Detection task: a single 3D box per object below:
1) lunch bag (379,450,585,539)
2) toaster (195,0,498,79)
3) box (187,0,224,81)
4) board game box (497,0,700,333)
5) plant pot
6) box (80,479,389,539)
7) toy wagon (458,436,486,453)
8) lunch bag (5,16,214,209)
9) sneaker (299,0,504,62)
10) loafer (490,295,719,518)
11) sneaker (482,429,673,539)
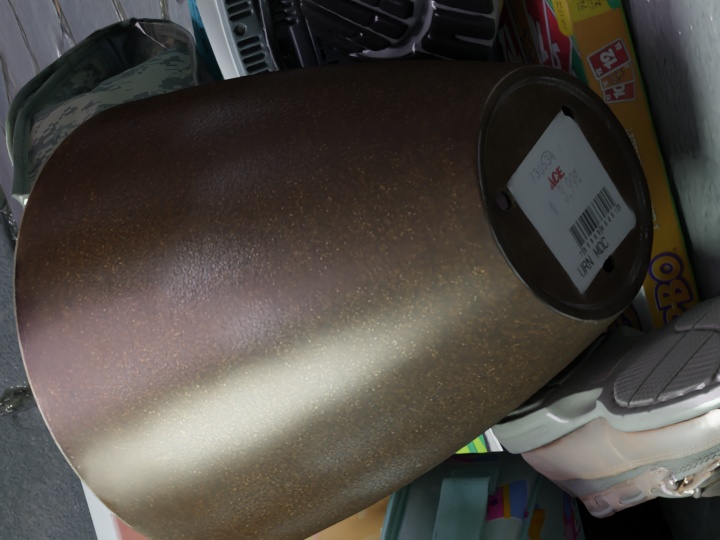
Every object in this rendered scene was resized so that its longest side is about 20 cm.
[{"bbox_3d":[0.044,0.170,1.102,0.200,0.077,0.161,-73,-29,-51],"label":"lunch bag"},{"bbox_3d":[-0.019,-0.137,1.216,0.129,0.113,0.201,-136,27,-70],"label":"toaster"},{"bbox_3d":[-0.044,-0.148,1.390,0.049,0.082,0.201,-120,16,-46],"label":"box"},{"bbox_3d":[0.097,-0.022,1.087,0.096,0.030,0.201,-148,38,-72],"label":"board game box"},{"bbox_3d":[0.005,-0.002,1.047,0.199,0.186,0.188,-20,90,42],"label":"plant pot"},{"bbox_3d":[-0.046,0.115,1.531,0.107,0.199,0.153,-122,16,-47],"label":"box"},{"bbox_3d":[0.057,0.065,1.372,0.155,0.039,0.201,91,157,-59],"label":"toy wagon"},{"bbox_3d":[-0.098,-0.018,1.378,0.200,0.117,0.165,-107,-3,-67],"label":"lunch bag"},{"bbox_3d":[0.033,-0.147,1.055,0.200,0.078,0.091,104,-170,-55],"label":"sneaker"},{"bbox_3d":[0.116,0.053,1.006,0.063,0.072,0.200,50,159,-9],"label":"loafer"},{"bbox_3d":[0.084,0.047,1.187,0.201,0.071,0.083,65,156,-3],"label":"sneaker"}]
